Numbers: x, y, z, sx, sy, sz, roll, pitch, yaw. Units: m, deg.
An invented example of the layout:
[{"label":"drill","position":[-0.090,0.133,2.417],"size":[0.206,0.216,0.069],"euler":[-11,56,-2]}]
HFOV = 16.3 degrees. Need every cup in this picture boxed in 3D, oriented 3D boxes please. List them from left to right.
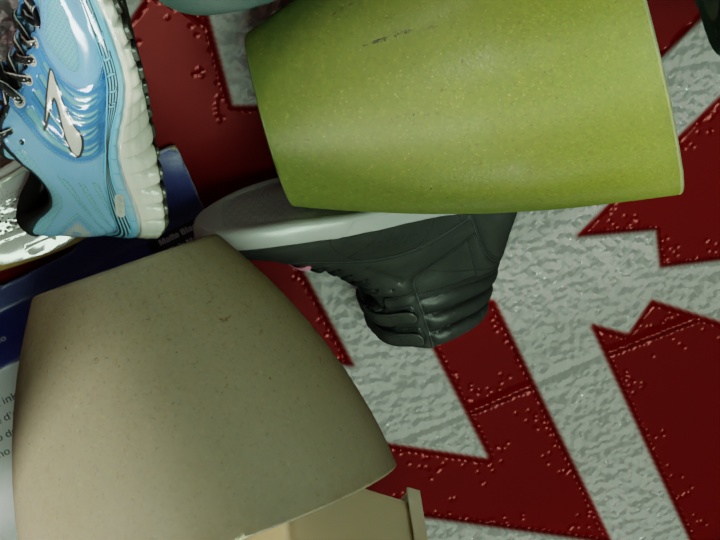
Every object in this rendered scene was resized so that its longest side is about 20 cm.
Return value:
[{"label":"cup","position":[-0.098,0.065,1.279],"size":[0.199,0.200,0.144],"euler":[-20,92,-10]}]

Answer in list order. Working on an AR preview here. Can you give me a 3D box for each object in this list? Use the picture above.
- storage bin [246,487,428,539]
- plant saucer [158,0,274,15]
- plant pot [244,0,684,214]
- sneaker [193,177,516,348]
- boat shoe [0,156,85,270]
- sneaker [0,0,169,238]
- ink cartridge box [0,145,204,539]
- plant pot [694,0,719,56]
[{"label":"storage bin","position":[-0.041,0.246,1.398],"size":[0.093,0.201,0.199],"euler":[19,123,-22]},{"label":"plant saucer","position":[-0.023,-0.199,1.228],"size":[0.201,0.039,0.202],"euler":[-36,152,-23]},{"label":"plant pot","position":[0.047,-0.105,1.297],"size":[0.198,0.188,0.188],"euler":[-15,121,3]},{"label":"sneaker","position":[0.000,0.000,1.373],"size":[0.199,0.071,0.100],"euler":[-8,116,-29]},{"label":"boat shoe","position":[-0.236,-0.023,1.289],"size":[0.199,0.071,0.070],"euler":[-21,108,-7]},{"label":"sneaker","position":[-0.148,-0.089,1.201],"size":[0.089,0.079,0.201],"euler":[-12,128,-6]},{"label":"ink cartridge box","position":[-0.147,0.060,1.377],"size":[0.199,0.041,0.201],"euler":[-27,122,-6]},{"label":"plant pot","position":[0.270,-0.191,1.323],"size":[0.186,0.200,0.201],"euler":[-8,120,1]}]
